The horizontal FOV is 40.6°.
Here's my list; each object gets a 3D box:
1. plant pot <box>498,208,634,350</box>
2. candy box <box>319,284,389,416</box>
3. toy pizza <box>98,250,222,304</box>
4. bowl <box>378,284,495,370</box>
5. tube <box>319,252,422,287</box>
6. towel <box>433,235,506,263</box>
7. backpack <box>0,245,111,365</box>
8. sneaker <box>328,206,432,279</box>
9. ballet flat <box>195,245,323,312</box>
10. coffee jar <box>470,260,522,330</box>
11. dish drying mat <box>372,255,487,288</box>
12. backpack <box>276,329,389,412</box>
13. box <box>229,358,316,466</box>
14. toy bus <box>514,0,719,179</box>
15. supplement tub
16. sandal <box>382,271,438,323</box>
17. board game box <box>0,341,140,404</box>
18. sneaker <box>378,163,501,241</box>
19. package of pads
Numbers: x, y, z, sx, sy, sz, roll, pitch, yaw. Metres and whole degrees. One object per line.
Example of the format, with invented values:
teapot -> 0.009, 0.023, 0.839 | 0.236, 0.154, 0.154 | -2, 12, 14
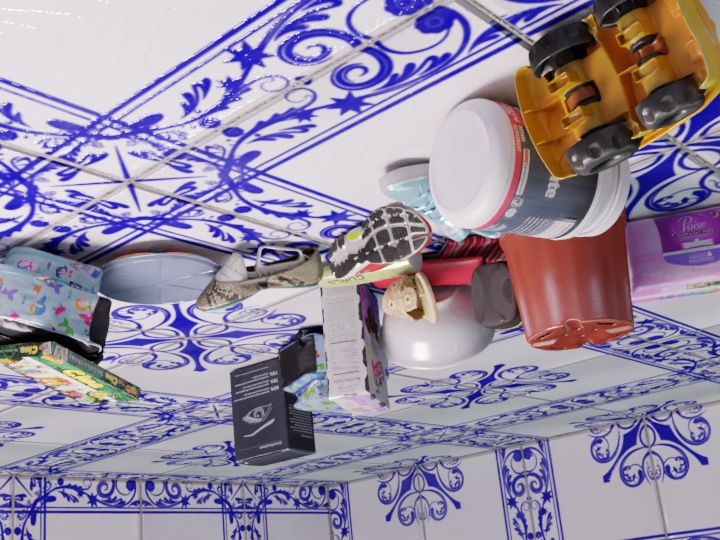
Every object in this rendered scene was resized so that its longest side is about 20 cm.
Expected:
plant pot -> 0.289, -0.002, 1.355 | 0.198, 0.198, 0.201 | -5, 161, -2
candy box -> -0.009, 0.128, 1.627 | 0.070, 0.203, 0.168 | -9, 162, 10
toy pizza -> -0.298, 0.005, 1.445 | 0.197, 0.032, 0.201 | -6, 159, -2
bowl -> 0.119, 0.068, 1.596 | 0.198, 0.202, 0.091 | -9, 119, 7
tube -> 0.000, 0.000, 1.500 | 0.198, 0.052, 0.058 | -14, 122, 29
towel -> 0.218, -0.023, 1.542 | 0.197, 0.023, 0.145 | -2, 160, -11
backpack -> -0.456, 0.056, 1.350 | 0.197, 0.153, 0.177 | 11, 158, -23
sneaker -> 0.037, -0.041, 1.380 | 0.084, 0.078, 0.199 | -5, 171, -41
ballet flat -> -0.149, 0.001, 1.419 | 0.197, 0.076, 0.068 | -13, -153, -19
coffee jar -> 0.254, 0.040, 1.500 | 0.085, 0.106, 0.198 | -14, 168, 42
dish drying mat -> 0.107, 0.003, 1.541 | 0.197, 0.018, 0.077 | -3, 155, 22
backpack -> -0.044, 0.200, 1.908 | 0.197, 0.149, 0.183 | -1, 163, -22
box -> -0.188, 0.303, 2.074 | 0.146, 0.203, 0.104 | -17, 158, 30
toy bus -> 0.283, -0.187, 0.947 | 0.190, 0.137, 0.200 | -9, 164, -37
supplement tub -> 0.190, -0.110, 1.098 | 0.198, 0.142, 0.140 | 5, 158, -30
sandal -> 0.066, 0.047, 1.444 | 0.069, 0.079, 0.212 | -18, -177, -2
board game box -> -0.402, 0.144, 1.343 | 0.103, 0.024, 0.200 | -9, 153, 21
sneaker -> 0.113, -0.082, 1.243 | 0.198, 0.083, 0.074 | 6, 157, -31
package of pads -> 0.495, -0.026, 1.464 | 0.197, 0.122, 0.076 | -10, 156, 11
